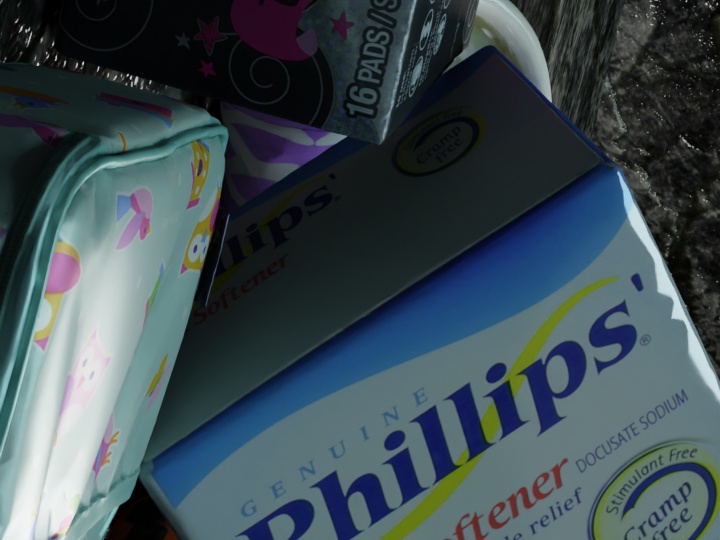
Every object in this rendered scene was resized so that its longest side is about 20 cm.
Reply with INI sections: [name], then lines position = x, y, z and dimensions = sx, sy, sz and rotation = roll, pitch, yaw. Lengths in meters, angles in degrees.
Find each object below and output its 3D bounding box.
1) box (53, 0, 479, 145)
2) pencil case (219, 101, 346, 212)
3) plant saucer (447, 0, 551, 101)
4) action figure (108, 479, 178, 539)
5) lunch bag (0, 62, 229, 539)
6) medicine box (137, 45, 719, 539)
[box]
position = -0.011, -0.161, 0.808
dimensions = 0.132, 0.115, 0.200
rotation = -51, 155, -67
[pencil case]
position = -0.018, 0.002, 1.078
dimensions = 0.084, 0.085, 0.200
rotation = -95, -174, -56
[plant saucer]
position = 0.000, -0.046, 1.170
dimensions = 0.200, 0.050, 0.200
rotation = -25, 131, -32
[action figure]
position = -0.085, 0.073, 0.982
dimensions = 0.200, 0.105, 0.194
rotation = 50, 45, -45
[lunch bag]
position = -0.099, 0.027, 0.704
dimensions = 0.200, 0.077, 0.161
rotation = -32, 137, -79
[medicine box]
position = 0.026, 0.060, 0.892
dimensions = 0.200, 0.182, 0.103
rotation = 60, -6, -37
